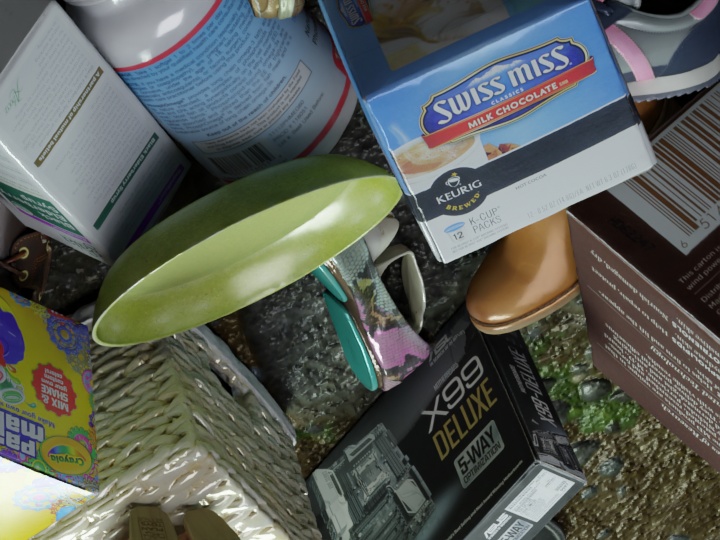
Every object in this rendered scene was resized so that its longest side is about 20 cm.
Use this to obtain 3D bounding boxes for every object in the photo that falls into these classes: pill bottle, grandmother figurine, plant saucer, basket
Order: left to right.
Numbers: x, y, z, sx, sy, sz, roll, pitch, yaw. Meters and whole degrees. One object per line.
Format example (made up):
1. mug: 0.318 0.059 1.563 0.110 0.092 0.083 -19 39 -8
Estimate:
1. basket: -0.153 0.148 1.801 0.200 0.161 0.198 -30 134 10
2. grandmother figurine: -0.142 0.233 1.732 0.121 0.061 0.200 9 125 -16
3. pill bottle: -0.096 -0.140 1.599 0.109 0.109 0.200 -35 133 12
4. plant saucer: -0.070 -0.017 1.628 0.200 0.031 0.200 -25 168 -6

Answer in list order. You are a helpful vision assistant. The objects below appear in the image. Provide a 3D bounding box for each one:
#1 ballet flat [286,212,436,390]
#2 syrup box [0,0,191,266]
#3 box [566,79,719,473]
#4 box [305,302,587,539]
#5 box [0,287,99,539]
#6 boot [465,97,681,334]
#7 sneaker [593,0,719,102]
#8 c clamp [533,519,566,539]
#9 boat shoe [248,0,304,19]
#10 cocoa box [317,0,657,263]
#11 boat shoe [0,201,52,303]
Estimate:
1. ballet flat: 0.000 0.000 1.796 0.071 0.069 0.200 -39 138 -9
2. syrup box: -0.179 -0.084 1.574 0.082 0.079 0.200 -58 150 -13
3. box: 0.248 0.009 1.759 0.166 0.164 0.200 -41 150 -14
4. box: 0.050 0.144 1.871 0.050 0.158 0.200 23 120 -35
5. box: -0.289 0.091 1.627 0.192 0.122 0.200 -32 138 31
6. boot: 0.103 -0.064 1.766 0.200 0.074 0.155 -48 131 8
7. sneaker: 0.125 -0.137 1.655 0.200 0.070 0.082 -17 123 -27
8. c clamp: 0.060 0.209 2.027 0.200 0.027 0.171 -43 136 17
9. boat shoe: -0.088 -0.225 1.512 0.076 0.072 0.200 -19 99 -10
10. cocoa box: 0.054 -0.132 1.527 0.133 0.200 0.131 -24 133 3
11. boat shoe: -0.219 -0.004 1.703 0.070 0.070 0.200 -3 130 -12
